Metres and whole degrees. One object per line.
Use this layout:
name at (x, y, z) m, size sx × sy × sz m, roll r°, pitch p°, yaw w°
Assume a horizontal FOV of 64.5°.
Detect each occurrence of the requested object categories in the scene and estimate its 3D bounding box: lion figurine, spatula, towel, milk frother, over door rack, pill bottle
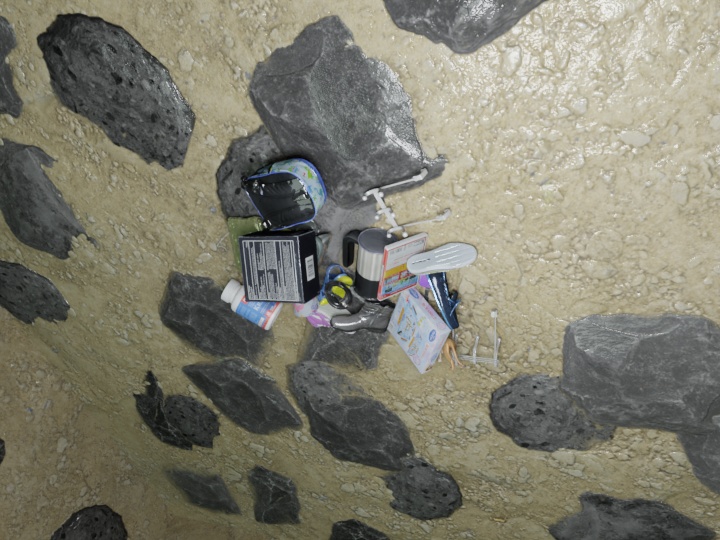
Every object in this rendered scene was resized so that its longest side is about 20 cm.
lion figurine at (0.252, 0.235, 1.776) m, size 0.200 × 0.072 × 0.123 m, roll -2°, pitch 97°, yaw 56°
spatula at (0.202, 0.074, 1.749) m, size 0.056 × 0.021 × 0.200 m, roll 12°, pitch 133°, yaw 10°
towel at (-0.357, -0.079, 1.848) m, size 0.148 × 0.036 × 0.201 m, roll 2°, pitch 113°, yaw 31°
milk frother at (0.000, 0.000, 1.659) m, size 0.180 × 0.200 × 0.188 m, roll 17°, pitch 133°, yaw 13°
over door rack at (0.353, 0.195, 1.757) m, size 0.147 × 0.067 × 0.201 m, roll 3°, pitch 115°, yaw 24°
pill bottle at (-0.383, 0.115, 2.002) m, size 0.200 × 0.112 × 0.112 m, roll 29°, pitch 134°, yaw -1°
over door rack at (0.118, -0.172, 1.539) m, size 0.200 × 0.067 × 0.148 m, roll -16°, pitch 120°, yaw 35°

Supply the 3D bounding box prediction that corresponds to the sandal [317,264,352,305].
sandal at (-0.089, 0.046, 1.842) m, size 0.087 × 0.079 × 0.200 m, roll 64°, pitch 145°, yaw 18°

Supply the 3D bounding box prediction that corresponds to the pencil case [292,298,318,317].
pencil case at (-0.197, 0.053, 1.823) m, size 0.091 × 0.083 × 0.200 m, roll 16°, pitch 131°, yaw 41°

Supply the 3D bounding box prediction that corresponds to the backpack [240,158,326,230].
backpack at (-0.196, -0.225, 1.599) m, size 0.200 × 0.147 × 0.183 m, roll -6°, pitch 124°, yaw 34°

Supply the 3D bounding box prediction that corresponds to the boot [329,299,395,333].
boot at (0.006, 0.135, 1.845) m, size 0.199 × 0.070 × 0.132 m, roll 2°, pitch 133°, yaw -13°

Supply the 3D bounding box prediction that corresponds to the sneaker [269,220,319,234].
sneaker at (-0.214, -0.101, 1.758) m, size 0.200 × 0.085 × 0.075 m, roll -14°, pitch 121°, yaw 34°

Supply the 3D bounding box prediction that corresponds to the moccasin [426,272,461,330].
moccasin at (0.255, 0.079, 1.668) m, size 0.068 × 0.080 × 0.200 m, roll -22°, pitch 105°, yaw 8°

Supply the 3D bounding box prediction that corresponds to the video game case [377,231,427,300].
video game case at (0.119, -0.010, 1.646) m, size 0.017 × 0.143 × 0.200 m, roll 47°, pitch 145°, yaw 36°

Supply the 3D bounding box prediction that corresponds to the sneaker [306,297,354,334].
sneaker at (-0.103, 0.169, 1.950) m, size 0.200 × 0.073 × 0.114 m, roll 33°, pitch 139°, yaw 11°

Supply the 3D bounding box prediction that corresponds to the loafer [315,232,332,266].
loafer at (-0.132, -0.050, 1.775) m, size 0.072 × 0.063 × 0.200 m, roll 54°, pitch 151°, yaw 12°

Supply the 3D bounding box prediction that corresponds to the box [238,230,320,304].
box at (-0.236, -0.014, 1.677) m, size 0.198 × 0.123 × 0.201 m, roll 1°, pitch 103°, yaw 20°

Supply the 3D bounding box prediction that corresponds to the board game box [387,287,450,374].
board game box at (0.175, 0.182, 1.762) m, size 0.200 × 0.041 × 0.200 m, roll 53°, pitch 143°, yaw 32°

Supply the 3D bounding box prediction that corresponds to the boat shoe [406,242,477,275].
boat shoe at (0.231, -0.030, 1.615) m, size 0.199 × 0.072 × 0.062 m, roll -10°, pitch 163°, yaw 15°
